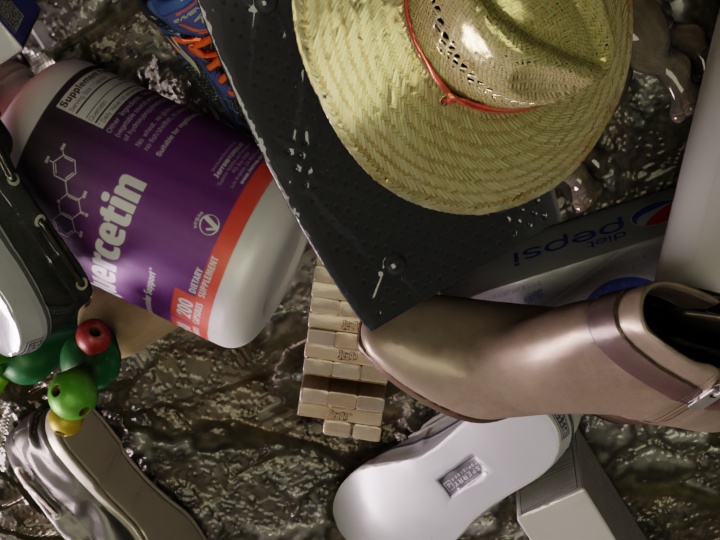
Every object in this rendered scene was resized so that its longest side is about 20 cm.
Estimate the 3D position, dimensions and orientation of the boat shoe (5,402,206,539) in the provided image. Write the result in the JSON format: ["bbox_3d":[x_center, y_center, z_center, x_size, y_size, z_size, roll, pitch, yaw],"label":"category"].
[{"bbox_3d":[-0.156,0.170,0.899,0.057,0.067,0.200,-25,105,30],"label":"boat shoe"}]

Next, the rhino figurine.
[{"bbox_3d":[0.104,-0.079,0.770,0.200,0.060,0.087,-43,102,14],"label":"rhino figurine"}]

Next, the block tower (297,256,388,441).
[{"bbox_3d":[0.000,0.000,0.816,0.054,0.058,0.201,7,112,0],"label":"block tower"}]

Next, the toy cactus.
[{"bbox_3d":[-0.180,0.033,0.807,0.164,0.200,0.103,-21,101,-31],"label":"toy cactus"}]

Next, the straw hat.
[{"bbox_3d":[0.071,-0.119,0.644,0.200,0.085,0.202,-3,98,-25],"label":"straw hat"}]

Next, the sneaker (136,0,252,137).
[{"bbox_3d":[-0.086,-0.141,0.749,0.075,0.079,0.200,-33,107,17],"label":"sneaker"}]

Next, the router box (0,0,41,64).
[{"bbox_3d":[-0.295,-0.153,0.688,0.179,0.049,0.200,-28,120,19],"label":"router box"}]

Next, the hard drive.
[{"bbox_3d":[0.009,-0.085,0.698,0.134,0.042,0.201,-30,109,-9],"label":"hard drive"}]

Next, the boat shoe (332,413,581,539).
[{"bbox_3d":[0.062,0.118,0.855,0.072,0.066,0.200,51,129,7],"label":"boat shoe"}]

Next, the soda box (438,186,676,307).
[{"bbox_3d":[0.147,0.005,0.802,0.199,0.068,0.064,-18,111,10],"label":"soda box"}]

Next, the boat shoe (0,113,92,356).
[{"bbox_3d":[-0.201,-0.054,0.688,0.068,0.057,0.201,-5,114,49],"label":"boat shoe"}]

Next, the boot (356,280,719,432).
[{"bbox_3d":[0.113,0.037,0.702,0.199,0.146,0.071,13,71,-15],"label":"boot"}]

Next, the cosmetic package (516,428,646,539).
[{"bbox_3d":[0.164,0.202,0.877,0.050,0.083,0.200,-27,108,17],"label":"cosmetic package"}]

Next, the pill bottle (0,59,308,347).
[{"bbox_3d":[-0.129,-0.044,0.765,0.199,0.112,0.113,24,113,6],"label":"pill bottle"}]

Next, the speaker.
[{"bbox_3d":[0.212,-0.074,0.710,0.081,0.081,0.201,15,85,-3],"label":"speaker"}]
